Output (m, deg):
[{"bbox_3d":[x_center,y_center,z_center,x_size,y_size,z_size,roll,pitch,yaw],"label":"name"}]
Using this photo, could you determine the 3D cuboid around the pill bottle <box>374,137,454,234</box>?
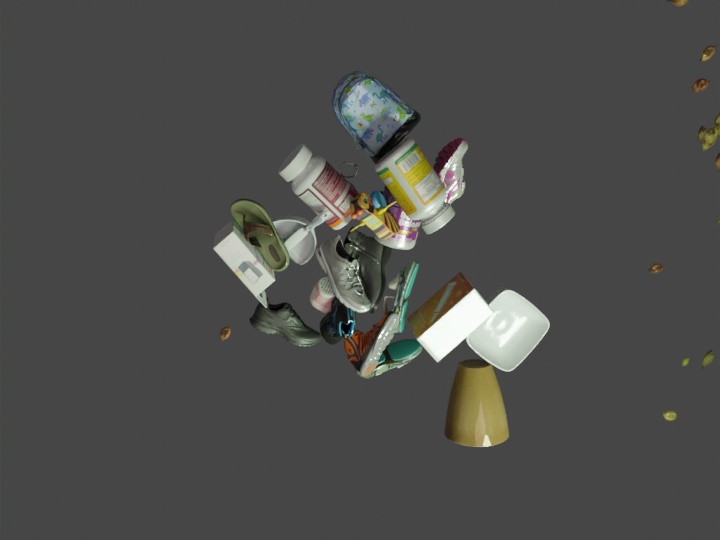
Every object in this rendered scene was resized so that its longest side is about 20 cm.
[{"bbox_3d":[0.129,-0.190,1.440,0.112,0.113,0.201,-36,101,6],"label":"pill bottle"}]

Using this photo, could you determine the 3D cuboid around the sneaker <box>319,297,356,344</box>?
[{"bbox_3d":[-0.058,0.146,1.618,0.071,0.083,0.202,-4,146,-18],"label":"sneaker"}]

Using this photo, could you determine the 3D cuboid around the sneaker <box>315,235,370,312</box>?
[{"bbox_3d":[-0.033,0.009,1.526,0.082,0.074,0.202,-38,82,30],"label":"sneaker"}]

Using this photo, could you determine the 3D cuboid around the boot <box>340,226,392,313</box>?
[{"bbox_3d":[0.000,0.000,1.599,0.129,0.070,0.205,16,67,-15],"label":"boot"}]

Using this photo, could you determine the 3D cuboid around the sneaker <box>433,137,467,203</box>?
[{"bbox_3d":[0.224,-0.232,1.580,0.086,0.082,0.203,17,114,-17],"label":"sneaker"}]

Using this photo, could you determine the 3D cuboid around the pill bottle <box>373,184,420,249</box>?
[{"bbox_3d":[0.105,-0.165,1.561,0.109,0.113,0.205,9,109,-12],"label":"pill bottle"}]

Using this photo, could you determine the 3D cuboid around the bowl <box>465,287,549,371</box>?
[{"bbox_3d":[0.397,0.155,1.750,0.198,0.075,0.201,35,101,-20],"label":"bowl"}]

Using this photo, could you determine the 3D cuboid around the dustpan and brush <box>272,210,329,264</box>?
[{"bbox_3d":[-0.141,-0.097,1.537,0.199,0.058,0.139,-37,112,27],"label":"dustpan and brush"}]

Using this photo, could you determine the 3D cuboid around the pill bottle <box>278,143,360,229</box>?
[{"bbox_3d":[-0.097,-0.202,1.514,0.110,0.110,0.200,-44,111,9],"label":"pill bottle"}]

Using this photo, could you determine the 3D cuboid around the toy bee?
[{"bbox_3d":[0.010,-0.134,1.453,0.197,0.110,0.132,30,127,-10],"label":"toy bee"}]

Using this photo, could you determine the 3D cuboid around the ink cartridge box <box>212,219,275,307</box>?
[{"bbox_3d":[-0.272,-0.017,1.549,0.067,0.117,0.201,-37,112,3],"label":"ink cartridge box"}]

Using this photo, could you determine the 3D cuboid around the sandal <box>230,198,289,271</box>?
[{"bbox_3d":[-0.241,-0.086,1.519,0.079,0.057,0.203,-34,96,23],"label":"sandal"}]

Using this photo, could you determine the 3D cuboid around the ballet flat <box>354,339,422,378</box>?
[{"bbox_3d":[0.078,0.247,1.743,0.195,0.074,0.076,-17,112,-1],"label":"ballet flat"}]

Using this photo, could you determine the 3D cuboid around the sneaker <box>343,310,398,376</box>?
[{"bbox_3d":[0.016,0.171,1.661,0.077,0.112,0.203,0,124,-55],"label":"sneaker"}]

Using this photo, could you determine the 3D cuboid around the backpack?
[{"bbox_3d":[0.023,-0.370,1.467,0.163,0.154,0.200,-41,99,14],"label":"backpack"}]

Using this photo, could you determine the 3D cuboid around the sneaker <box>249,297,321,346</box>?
[{"bbox_3d":[-0.187,0.135,1.647,0.196,0.076,0.092,22,98,-19],"label":"sneaker"}]

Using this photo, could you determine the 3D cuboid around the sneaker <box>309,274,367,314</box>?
[{"bbox_3d":[-0.044,0.061,1.648,0.196,0.077,0.105,-1,151,-32],"label":"sneaker"}]

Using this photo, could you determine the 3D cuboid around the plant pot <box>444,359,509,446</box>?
[{"bbox_3d":[0.324,0.362,1.771,0.181,0.186,0.206,-4,99,-8],"label":"plant pot"}]

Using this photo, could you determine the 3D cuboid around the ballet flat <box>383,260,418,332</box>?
[{"bbox_3d":[0.099,0.065,1.666,0.072,0.074,0.205,10,105,-13],"label":"ballet flat"}]

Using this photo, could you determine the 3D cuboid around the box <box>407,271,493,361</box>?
[{"bbox_3d":[0.237,0.122,1.683,0.199,0.125,0.098,-42,111,7],"label":"box"}]
